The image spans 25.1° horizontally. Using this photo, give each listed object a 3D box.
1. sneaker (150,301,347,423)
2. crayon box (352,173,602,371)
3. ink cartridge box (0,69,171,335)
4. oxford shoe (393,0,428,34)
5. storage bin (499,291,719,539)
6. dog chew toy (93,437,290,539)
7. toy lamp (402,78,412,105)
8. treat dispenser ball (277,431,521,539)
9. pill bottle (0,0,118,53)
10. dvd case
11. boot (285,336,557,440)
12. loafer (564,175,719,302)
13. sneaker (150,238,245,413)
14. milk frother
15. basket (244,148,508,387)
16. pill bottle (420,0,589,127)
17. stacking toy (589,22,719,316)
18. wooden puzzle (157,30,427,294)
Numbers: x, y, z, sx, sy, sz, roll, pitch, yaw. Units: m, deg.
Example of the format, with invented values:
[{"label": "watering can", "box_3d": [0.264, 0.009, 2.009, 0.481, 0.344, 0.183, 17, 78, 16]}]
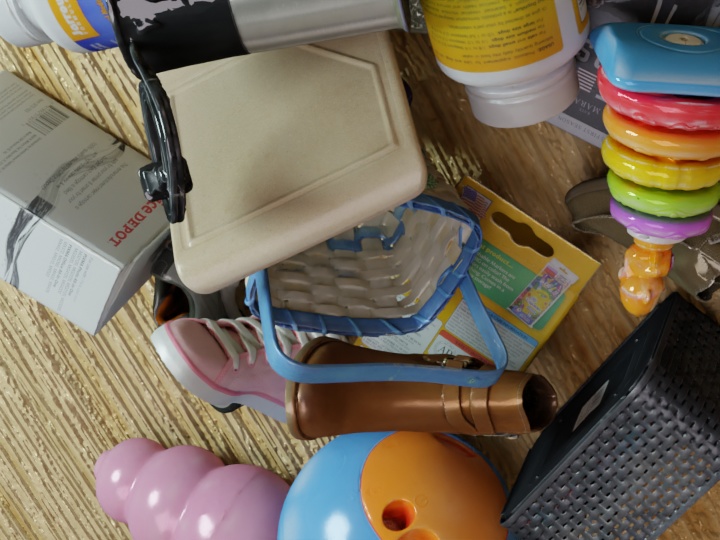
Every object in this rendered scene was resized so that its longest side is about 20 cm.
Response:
[{"label": "sneaker", "box_3d": [-0.078, 0.055, 1.282, 0.105, 0.200, 0.075, -44, 60, 12]}, {"label": "crayon box", "box_3d": [0.093, 0.020, 1.266, 0.125, 0.052, 0.200, 34, 126, 2]}, {"label": "ink cartridge box", "box_3d": [-0.251, -0.056, 1.309, 0.199, 0.145, 0.084, 32, 125, 3]}, {"label": "oxford shoe", "box_3d": [0.018, -0.204, 1.171, 0.198, 0.058, 0.076, -11, 107, 11]}, {"label": "storage bin", "box_3d": [0.206, 0.131, 1.228, 0.094, 0.135, 0.200, 36, 125, 0]}, {"label": "dog chew toy", "box_3d": [-0.150, 0.214, 1.442, 0.199, 0.124, 0.125, 23, 125, 18]}, {"label": "toy lamp", "box_3d": [-0.024, -0.074, 1.258, 0.058, 0.058, 0.200, 37, 124, -1]}, {"label": "treat dispenser ball", "box_3d": [0.032, 0.222, 1.314, 0.199, 0.201, 0.202, 10, 121, 17]}, {"label": "pill bottle", "box_3d": [-0.181, -0.224, 1.205, 0.199, 0.112, 0.113, -9, 114, 26]}, {"label": "dvd case", "box_3d": [0.206, -0.169, 1.127, 0.150, 0.025, 0.201, 27, 124, 7]}, {"label": "boot", "box_3d": [0.046, 0.096, 1.185, 0.154, 0.200, 0.077, 6, 86, 28]}, {"label": "loafer", "box_3d": [0.239, -0.017, 1.158, 0.199, 0.076, 0.068, 14, 80, 14]}, {"label": "sneaker", "box_3d": [-0.136, 0.045, 1.342, 0.074, 0.079, 0.201, 25, 141, 32]}, {"label": "milk frother", "box_3d": [-0.062, -0.149, 1.040, 0.187, 0.181, 0.201, -9, 105, 7]}, {"label": "basket", "box_3d": [0.000, 0.000, 1.148, 0.175, 0.201, 0.139, 4, 139, -26]}, {"label": "pill bottle", "box_3d": [0.090, -0.199, 1.074, 0.108, 0.110, 0.201, -2, 126, 23]}, {"label": "stacking toy", "box_3d": [0.203, -0.060, 1.084, 0.109, 0.116, 0.201, 3, 114, -2]}, {"label": "wooden puzzle", "box_3d": [-0.053, -0.098, 1.112, 0.184, 0.201, 0.037, -25, 146, 15]}]
